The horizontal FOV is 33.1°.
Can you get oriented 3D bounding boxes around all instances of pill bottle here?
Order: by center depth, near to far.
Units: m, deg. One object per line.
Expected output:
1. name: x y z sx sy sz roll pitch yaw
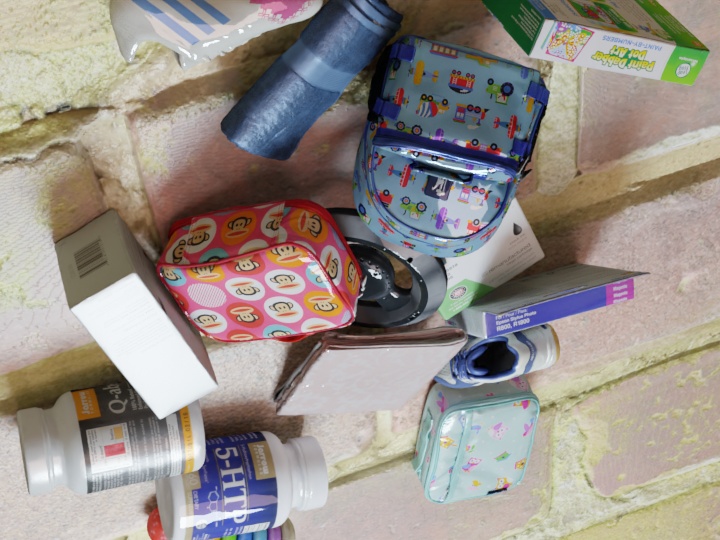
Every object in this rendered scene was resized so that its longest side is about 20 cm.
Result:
1. pill bottle: -0.282 0.188 1.376 0.197 0.117 0.118 -9 131 -19
2. pill bottle: -0.147 0.263 1.501 0.197 0.120 0.121 -6 130 -21

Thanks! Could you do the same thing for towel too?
1. towel: -0.046 -0.192 1.190 0.200 0.049 0.111 -45 165 15
2. towel: 0.008 0.123 1.473 0.188 0.033 0.200 0 152 -25

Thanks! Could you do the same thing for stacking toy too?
1. stacking toy: -0.187 0.349 1.586 0.198 0.086 0.086 16 119 -29

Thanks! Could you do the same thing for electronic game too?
1. electronic game: 0.000 0.000 1.348 0.197 0.042 0.201 11 144 8

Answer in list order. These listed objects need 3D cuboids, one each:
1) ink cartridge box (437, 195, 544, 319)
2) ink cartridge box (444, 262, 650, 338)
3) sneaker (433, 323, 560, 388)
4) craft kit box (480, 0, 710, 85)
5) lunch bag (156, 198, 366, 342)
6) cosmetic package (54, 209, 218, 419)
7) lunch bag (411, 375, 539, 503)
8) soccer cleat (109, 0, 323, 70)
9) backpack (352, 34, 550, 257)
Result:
1. ink cartridge box: 0.103 -0.062 1.373 0.145 0.085 0.201 -33 134 3
2. ink cartridge box: 0.218 0.037 1.444 0.194 0.200 0.044 -14 98 -13
3. sneaker: 0.145 0.103 1.483 0.087 0.076 0.199 -12 173 -44
4. craft kit box: 0.208 -0.259 1.181 0.195 0.201 0.049 2 127 -25
5. lunch bag: -0.099 0.014 1.293 0.197 0.083 0.177 -8 138 24
6. cosmetic package: -0.236 0.050 1.289 0.080 0.113 0.201 -29 135 1
7. lunch bag: 0.152 0.230 1.643 0.158 0.077 0.202 -9 130 -19
8. soccer cleat: -0.133 -0.231 1.129 0.197 0.070 0.088 -2 112 -13
9. backpack: 0.082 -0.116 1.210 0.180 0.135 0.203 18 93 -2
